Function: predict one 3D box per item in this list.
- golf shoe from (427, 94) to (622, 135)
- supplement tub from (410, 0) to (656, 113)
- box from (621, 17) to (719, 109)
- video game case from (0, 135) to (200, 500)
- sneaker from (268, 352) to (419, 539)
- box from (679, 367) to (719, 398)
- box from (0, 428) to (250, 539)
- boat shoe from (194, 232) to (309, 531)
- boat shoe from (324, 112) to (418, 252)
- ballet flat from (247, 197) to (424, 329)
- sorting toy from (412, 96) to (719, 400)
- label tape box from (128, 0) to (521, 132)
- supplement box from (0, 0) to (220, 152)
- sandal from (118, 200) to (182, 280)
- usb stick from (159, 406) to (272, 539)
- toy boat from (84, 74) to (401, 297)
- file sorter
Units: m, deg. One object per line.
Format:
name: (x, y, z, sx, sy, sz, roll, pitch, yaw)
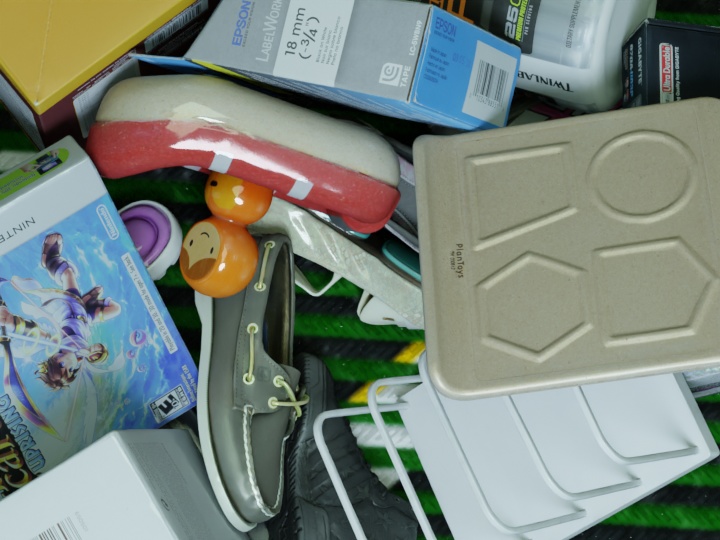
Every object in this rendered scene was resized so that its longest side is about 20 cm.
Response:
golf shoe: (0.148, -0.095, 1.480, 0.199, 0.073, 0.092, -13, 83, 4)
supplement tub: (0.087, -0.184, 1.417, 0.199, 0.123, 0.123, 17, 77, 22)
box: (0.245, -0.050, 1.339, 0.158, 0.046, 0.201, 6, 72, -12)
video game case: (-0.214, 0.045, 1.344, 0.181, 0.045, 0.200, -31, 122, -11)
sneaker: (-0.007, 0.157, 1.420, 0.104, 0.060, 0.201, 18, 54, -25)
box: (0.269, 0.014, 1.429, 0.199, 0.132, 0.115, -14, 80, -6)
box: (-0.164, 0.180, 1.320, 0.152, 0.200, 0.107, -32, 82, 5)
boat shoe: (-0.068, 0.069, 1.397, 0.060, 0.072, 0.203, -13, 65, 17)
boat shoe: (0.038, -0.046, 1.437, 0.200, 0.057, 0.067, 31, 103, 23)
ballet flat: (0.000, 0.000, 1.463, 0.200, 0.067, 0.062, 33, 106, 7)
sorting toy: (0.135, -0.012, 1.259, 0.199, 0.037, 0.186, -6, 57, 4)
label tape box: (-0.020, -0.137, 1.332, 0.199, 0.144, 0.064, 13, 90, 26)
supplement box: (-0.166, -0.187, 1.412, 0.197, 0.200, 0.133, -38, 82, -10)
sandal: (-0.209, 0.018, 1.432, 0.203, 0.050, 0.082, -44, 57, -13)
usb stick: (-0.119, 0.123, 1.436, 0.055, 0.033, 0.200, -40, 83, -3)
toy boat: (-0.081, -0.047, 1.361, 0.199, 0.130, 0.131, 18, 89, -13)
file sorter: (0.092, 0.102, 1.348, 0.200, 0.124, 0.139, -34, 71, 31)
